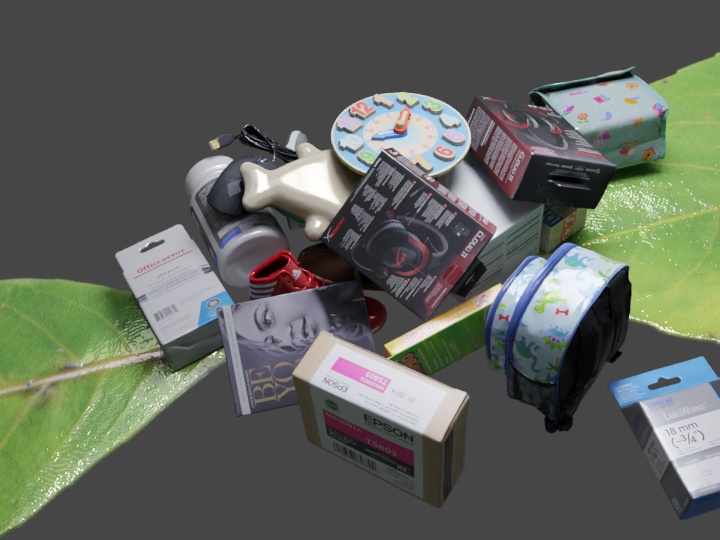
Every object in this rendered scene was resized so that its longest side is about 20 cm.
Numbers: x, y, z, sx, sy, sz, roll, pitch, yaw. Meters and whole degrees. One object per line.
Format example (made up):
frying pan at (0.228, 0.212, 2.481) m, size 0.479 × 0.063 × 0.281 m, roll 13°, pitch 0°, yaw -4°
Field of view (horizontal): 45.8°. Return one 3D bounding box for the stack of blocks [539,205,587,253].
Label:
stack of blocks at (0.257, -0.127, 1.327) m, size 0.115 × 0.059 × 0.200 m, roll -35°, pitch 55°, yaw -22°

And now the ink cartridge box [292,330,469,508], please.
ink cartridge box at (0.025, 0.180, 1.025) m, size 0.200 × 0.165 × 0.075 m, roll 22°, pitch 55°, yaw 23°

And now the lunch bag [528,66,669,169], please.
lunch bag at (0.380, -0.254, 1.384) m, size 0.170 × 0.122 × 0.200 m, roll -13°, pitch 42°, yaw -1°

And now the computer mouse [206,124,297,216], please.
computer mouse at (-0.179, -0.163, 1.275) m, size 0.140 × 0.046 × 0.200 m, roll 30°, pitch 44°, yaw 15°

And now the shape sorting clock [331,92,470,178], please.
shape sorting clock at (0.057, -0.195, 1.213) m, size 0.199 × 0.039 × 0.200 m, roll -3°, pitch 44°, yaw 3°

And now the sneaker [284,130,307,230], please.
sneaker at (-0.059, -0.154, 1.368) m, size 0.120 × 0.084 × 0.200 m, roll -6°, pitch 53°, yaw 3°

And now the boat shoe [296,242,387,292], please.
boat shoe at (0.001, -0.006, 1.228) m, size 0.202 × 0.075 × 0.075 m, roll 5°, pitch 87°, yaw 11°

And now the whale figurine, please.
whale figurine at (-0.079, -0.106, 1.231) m, size 0.199 × 0.104 × 0.160 m, roll 0°, pitch 65°, yaw -20°

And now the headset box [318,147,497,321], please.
headset box at (0.071, -0.042, 1.114) m, size 0.200 × 0.149 × 0.075 m, roll 37°, pitch 16°, yaw 4°

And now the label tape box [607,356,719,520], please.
label tape box at (0.414, 0.185, 1.044) m, size 0.144 × 0.063 × 0.200 m, roll -14°, pitch 50°, yaw -7°

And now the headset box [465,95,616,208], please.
headset box at (0.253, -0.164, 1.213) m, size 0.148 × 0.075 × 0.200 m, roll 4°, pitch 34°, yaw -25°

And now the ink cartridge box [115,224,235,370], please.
ink cartridge box at (-0.266, 0.034, 1.243) m, size 0.116 × 0.068 × 0.200 m, roll -27°, pitch 52°, yaw -16°

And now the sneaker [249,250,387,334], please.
sneaker at (-0.065, 0.036, 1.188) m, size 0.199 × 0.116 × 0.078 m, roll 1°, pitch 50°, yaw 8°

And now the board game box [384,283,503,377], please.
board game box at (0.109, 0.096, 1.131) m, size 0.200 × 0.096 × 0.030 m, roll -29°, pitch 54°, yaw -17°

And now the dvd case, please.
dvd case at (-0.082, 0.103, 1.146) m, size 0.199 × 0.016 × 0.149 m, roll -11°, pitch 85°, yaw -3°

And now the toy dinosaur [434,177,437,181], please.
toy dinosaur at (0.073, -0.132, 1.218) m, size 0.088 × 0.048 × 0.200 m, roll -3°, pitch 49°, yaw 19°

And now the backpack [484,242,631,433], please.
backpack at (0.246, 0.066, 1.073) m, size 0.147 × 0.200 × 0.183 m, roll 29°, pitch 59°, yaw 27°

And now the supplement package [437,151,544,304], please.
supplement package at (0.143, -0.076, 1.263) m, size 0.156 × 0.111 × 0.200 m, roll -33°, pitch 53°, yaw -21°

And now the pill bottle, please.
pill bottle at (-0.194, -0.079, 1.301) m, size 0.114 × 0.114 × 0.200 m, roll -22°, pitch 52°, yaw -13°
